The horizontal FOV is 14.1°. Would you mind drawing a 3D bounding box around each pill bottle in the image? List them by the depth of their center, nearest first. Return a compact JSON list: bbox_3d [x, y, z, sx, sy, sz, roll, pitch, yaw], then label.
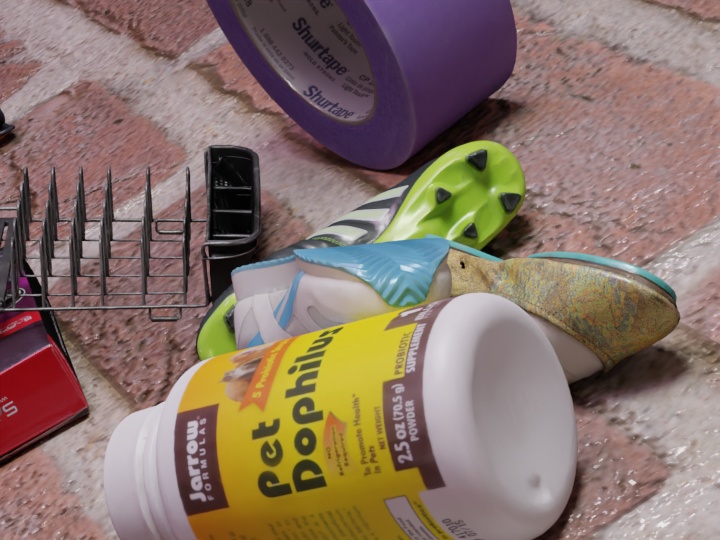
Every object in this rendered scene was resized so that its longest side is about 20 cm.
[{"bbox_3d":[-0.013,0.081,1.279,0.200,0.109,0.109,-15,25,32],"label":"pill bottle"}]

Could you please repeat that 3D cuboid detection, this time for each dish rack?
[{"bbox_3d":[-0.157,-0.020,1.667,0.200,0.055,0.153,-1,22,-2],"label":"dish rack"}]

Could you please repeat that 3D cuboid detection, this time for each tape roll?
[{"bbox_3d":[-0.007,-0.163,1.691,0.085,0.200,0.200,-39,23,-22],"label":"tape roll"}]

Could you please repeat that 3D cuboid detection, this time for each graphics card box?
[{"bbox_3d":[-0.232,0.059,1.681,0.125,0.051,0.200,-30,21,-1],"label":"graphics card box"}]

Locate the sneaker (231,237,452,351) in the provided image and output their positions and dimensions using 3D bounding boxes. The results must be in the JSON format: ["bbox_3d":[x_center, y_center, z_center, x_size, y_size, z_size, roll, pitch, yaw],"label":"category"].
[{"bbox_3d":[-0.005,0.028,1.375,0.076,0.081,0.200,-4,-5,-18],"label":"sneaker"}]

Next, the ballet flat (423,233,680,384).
[{"bbox_3d":[0.075,0.026,1.369,0.071,0.071,0.200,-39,24,-23],"label":"ballet flat"}]

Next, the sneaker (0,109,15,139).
[{"bbox_3d":[-0.315,-0.094,2.086,0.112,0.078,0.200,-25,22,12],"label":"sneaker"}]

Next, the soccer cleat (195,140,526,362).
[{"bbox_3d":[0.000,0.000,1.522,0.200,0.068,0.081,-33,4,-12],"label":"soccer cleat"}]
